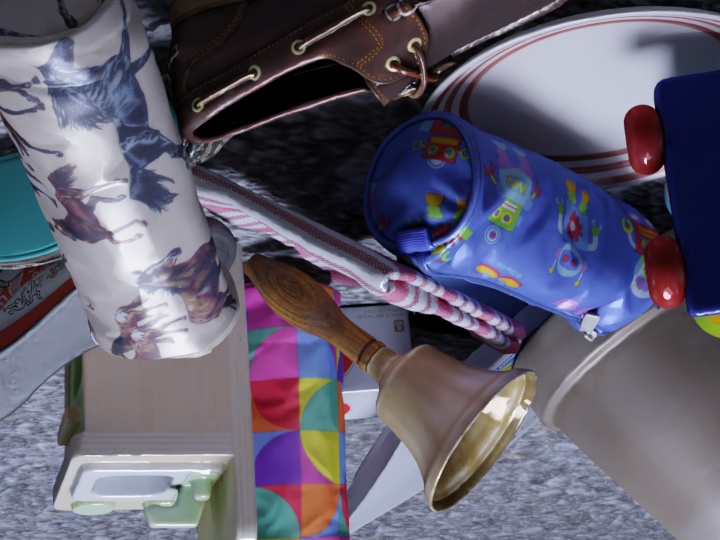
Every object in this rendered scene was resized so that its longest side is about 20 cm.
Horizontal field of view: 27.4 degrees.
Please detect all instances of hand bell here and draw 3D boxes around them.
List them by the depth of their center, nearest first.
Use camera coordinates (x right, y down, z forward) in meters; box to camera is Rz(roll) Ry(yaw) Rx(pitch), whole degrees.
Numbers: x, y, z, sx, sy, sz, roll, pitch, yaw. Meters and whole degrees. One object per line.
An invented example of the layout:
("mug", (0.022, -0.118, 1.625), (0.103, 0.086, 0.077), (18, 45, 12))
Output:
("hand bell", (0.002, 0.049, 0.930), (0.104, 0.200, 0.104), (-43, 156, -24))

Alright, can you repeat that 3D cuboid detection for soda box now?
("soda box", (-0.061, 0.073, 1.086), (0.198, 0.069, 0.064), (-4, 156, -4))

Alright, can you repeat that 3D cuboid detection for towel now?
("towel", (0.000, 0.000, 0.856), (0.146, 0.030, 0.200), (26, 180, 30))

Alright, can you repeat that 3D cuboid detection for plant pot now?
("plant pot", (0.228, 0.087, 0.966), (0.199, 0.174, 0.200), (-28, 157, -13))

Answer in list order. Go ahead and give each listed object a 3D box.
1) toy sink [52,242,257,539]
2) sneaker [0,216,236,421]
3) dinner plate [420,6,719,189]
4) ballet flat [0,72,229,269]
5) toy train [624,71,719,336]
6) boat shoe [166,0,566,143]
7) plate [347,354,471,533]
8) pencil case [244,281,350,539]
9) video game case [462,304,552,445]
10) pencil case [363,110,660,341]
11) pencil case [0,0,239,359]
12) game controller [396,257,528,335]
("toy sink", (-0.138, 0.095, 0.955), (0.111, 0.201, 0.130), (2, 157, -16))
("sneaker", (-0.174, 0.000, 0.872), (0.201, 0.108, 0.067), (-32, 138, 6))
("dinner plate", (0.130, -0.093, 0.796), (0.199, 0.024, 0.200), (-4, 156, -2))
("ballet flat", (-0.141, -0.050, 0.802), (0.199, 0.068, 0.075), (-23, 173, 33))
("toy train", (0.190, 0.010, 0.755), (0.084, 0.201, 0.116), (-8, 163, 9))
("boat shoe", (0.006, -0.107, 0.681), (0.199, 0.071, 0.070), (-14, 155, 17))
("plate", (0.072, 0.112, 1.132), (0.199, 0.032, 0.200), (-27, 159, -35))
("pencil case", (-0.052, 0.106, 0.999), (0.088, 0.202, 0.088), (0, 168, 0))
("video game case", (0.115, 0.076, 1.051), (0.143, 0.018, 0.200), (-40, 158, -4))
("pencil case", (0.091, -0.019, 0.824), (0.078, 0.087, 0.199), (-11, 158, 42))
("pencil case", (-0.119, -0.051, 0.681), (0.078, 0.089, 0.201), (-35, 133, -22))
("game controller", (0.079, 0.003, 0.989), (0.104, 0.042, 0.200), (-7, 156, 5))
